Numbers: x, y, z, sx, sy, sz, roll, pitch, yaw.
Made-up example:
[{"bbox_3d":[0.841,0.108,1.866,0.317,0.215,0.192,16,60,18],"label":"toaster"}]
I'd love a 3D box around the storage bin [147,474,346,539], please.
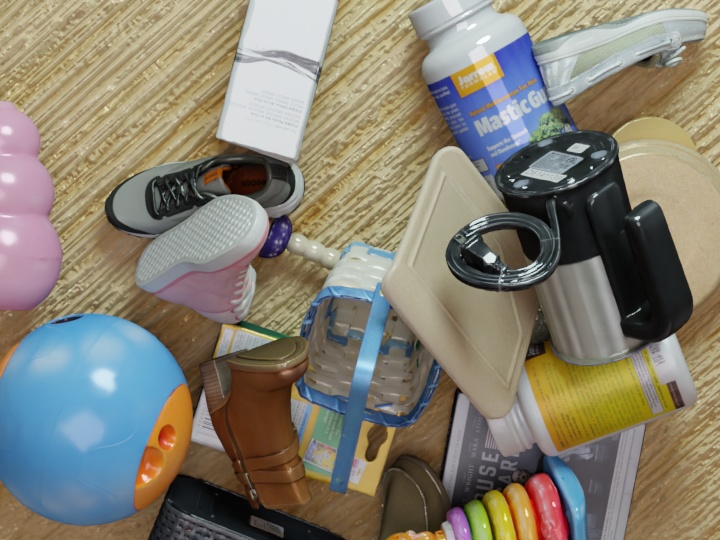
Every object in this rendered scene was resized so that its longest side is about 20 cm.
[{"bbox_3d":[-0.113,0.291,1.606,0.199,0.135,0.094,21,96,-5],"label":"storage bin"}]

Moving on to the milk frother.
[{"bbox_3d":[0.178,0.007,1.466,0.199,0.181,0.189,-26,115,-8],"label":"milk frother"}]

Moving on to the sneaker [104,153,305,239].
[{"bbox_3d":[-0.158,-0.081,1.572,0.199,0.079,0.075,-10,78,12],"label":"sneaker"}]

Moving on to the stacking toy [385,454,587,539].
[{"bbox_3d":[0.119,0.262,1.581,0.198,0.116,0.110,-9,118,-8],"label":"stacking toy"}]

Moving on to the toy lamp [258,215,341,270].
[{"bbox_3d":[0.000,0.000,1.615,0.199,0.058,0.059,23,96,-6],"label":"toy lamp"}]

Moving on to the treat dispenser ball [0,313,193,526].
[{"bbox_3d":[-0.259,0.142,1.549,0.199,0.201,0.203,0,97,-2],"label":"treat dispenser ball"}]

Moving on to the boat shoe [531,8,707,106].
[{"bbox_3d":[0.255,-0.210,1.564,0.201,0.074,0.065,-17,96,-32],"label":"boat shoe"}]

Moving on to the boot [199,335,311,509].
[{"bbox_3d":[-0.084,0.149,1.514,0.076,0.200,0.156,-19,90,-34],"label":"boot"}]

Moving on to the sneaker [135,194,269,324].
[{"bbox_3d":[-0.124,-0.007,1.549,0.104,0.200,0.076,30,59,-28],"label":"sneaker"}]

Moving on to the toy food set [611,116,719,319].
[{"bbox_3d":[0.282,-0.037,1.626,0.198,0.049,0.200,-40,97,3],"label":"toy food set"}]

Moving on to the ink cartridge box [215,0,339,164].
[{"bbox_3d":[-0.075,-0.211,1.540,0.083,0.145,0.201,15,96,-5],"label":"ink cartridge box"}]

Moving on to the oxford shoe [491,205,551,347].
[{"bbox_3d":[0.159,0.017,1.627,0.075,0.058,0.201,-28,112,-5],"label":"oxford shoe"}]

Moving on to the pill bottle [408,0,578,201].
[{"bbox_3d":[0.127,-0.179,1.570,0.112,0.112,0.201,-29,98,1],"label":"pill bottle"}]

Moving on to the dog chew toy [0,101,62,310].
[{"bbox_3d":[-0.351,-0.062,1.565,0.123,0.125,0.202,0,89,-2],"label":"dog chew toy"}]

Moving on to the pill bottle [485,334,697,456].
[{"bbox_3d":[0.220,0.113,1.584,0.199,0.109,0.110,-21,98,9],"label":"pill bottle"}]

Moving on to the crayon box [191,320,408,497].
[{"bbox_3d":[-0.062,0.137,1.632,0.199,0.052,0.127,18,96,-4],"label":"crayon box"}]

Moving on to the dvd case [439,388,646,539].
[{"bbox_3d":[0.183,0.211,1.665,0.198,0.025,0.152,9,96,-4],"label":"dvd case"}]

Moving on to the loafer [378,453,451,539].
[{"bbox_3d":[0.048,0.287,1.635,0.067,0.076,0.202,-12,101,-44],"label":"loafer"}]

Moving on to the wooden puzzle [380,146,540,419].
[{"bbox_3d":[0.098,0.011,1.501,0.037,0.201,0.185,-21,120,38],"label":"wooden puzzle"}]

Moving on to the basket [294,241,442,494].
[{"bbox_3d":[0.007,0.084,1.508,0.138,0.201,0.177,17,136,3],"label":"basket"}]
